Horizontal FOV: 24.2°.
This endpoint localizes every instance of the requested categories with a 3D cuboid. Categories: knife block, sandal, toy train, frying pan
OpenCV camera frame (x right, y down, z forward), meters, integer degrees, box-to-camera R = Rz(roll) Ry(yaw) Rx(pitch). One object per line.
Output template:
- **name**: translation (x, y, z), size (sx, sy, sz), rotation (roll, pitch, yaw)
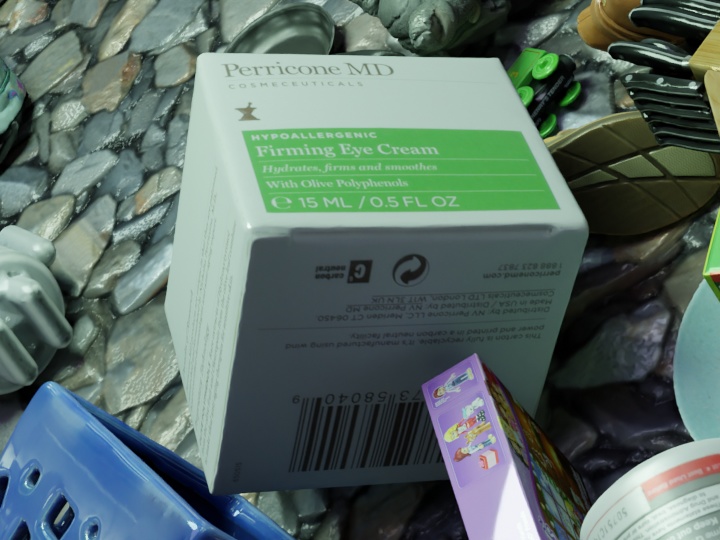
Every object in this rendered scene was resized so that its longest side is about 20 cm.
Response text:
- **knife block**: translation (0.240, -0.123, 0.925), size (0.198, 0.064, 0.177), rotation (-23, 43, 21)
- **sandal**: translation (0.137, -0.056, 1.084), size (0.199, 0.081, 0.054), rotation (-21, 23, 29)
- **toy train**: translation (0.079, -0.073, 1.161), size (0.201, 0.042, 0.056), rotation (-52, 32, -10)
- **frying pan**: translation (-0.035, -0.177, 1.344), size (0.188, 0.031, 0.116), rotation (-12, 50, 26)

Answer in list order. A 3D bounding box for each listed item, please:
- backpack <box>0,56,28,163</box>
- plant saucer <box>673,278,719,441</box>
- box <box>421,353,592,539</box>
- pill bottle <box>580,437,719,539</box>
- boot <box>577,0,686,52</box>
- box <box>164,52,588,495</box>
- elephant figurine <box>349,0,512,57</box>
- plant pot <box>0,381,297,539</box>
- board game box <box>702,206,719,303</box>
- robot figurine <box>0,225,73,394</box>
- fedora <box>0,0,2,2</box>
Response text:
- **backpack**: translation (-0.405, -0.134, 1.531), size (0.199, 0.127, 0.167), rotation (-32, 38, 7)
- **plant saucer**: translation (0.269, 0.043, 0.911), size (0.199, 0.039, 0.202), rotation (-21, 45, 23)
- **box**: translation (0.101, 0.157, 0.873), size (0.039, 0.137, 0.201), rotation (-31, 43, 13)
- **pill bottle**: translation (0.188, 0.190, 0.786), size (0.113, 0.114, 0.201), rotation (-31, 50, 13)
- **boot**: translation (0.249, -0.173, 1.076), size (0.155, 0.198, 0.078), rotation (140, 124, -68)
- **box**: translation (0.000, 0.000, 0.985), size (0.197, 0.202, 0.172), rotation (-2, 39, -17)
- **elephant figurine**: translation (0.055, -0.209, 1.214), size (0.141, 0.156, 0.201), rotation (27, 64, 24)
- **plant pot**: translation (-0.125, 0.211, 0.971), size (0.199, 0.200, 0.181), rotation (29, 83, 47)
- **board game box**: translation (0.266, -0.069, 0.943), size (0.101, 0.048, 0.201), rotation (-5, 51, 37)
- **robot figurine**: translation (-0.312, 0.030, 1.326), size (0.199, 0.114, 0.170), rotation (14, 51, 44)
- **fedora**: translation (-0.440, -0.327, 1.747), size (0.199, 0.090, 0.178), rotation (18, 68, 46)
